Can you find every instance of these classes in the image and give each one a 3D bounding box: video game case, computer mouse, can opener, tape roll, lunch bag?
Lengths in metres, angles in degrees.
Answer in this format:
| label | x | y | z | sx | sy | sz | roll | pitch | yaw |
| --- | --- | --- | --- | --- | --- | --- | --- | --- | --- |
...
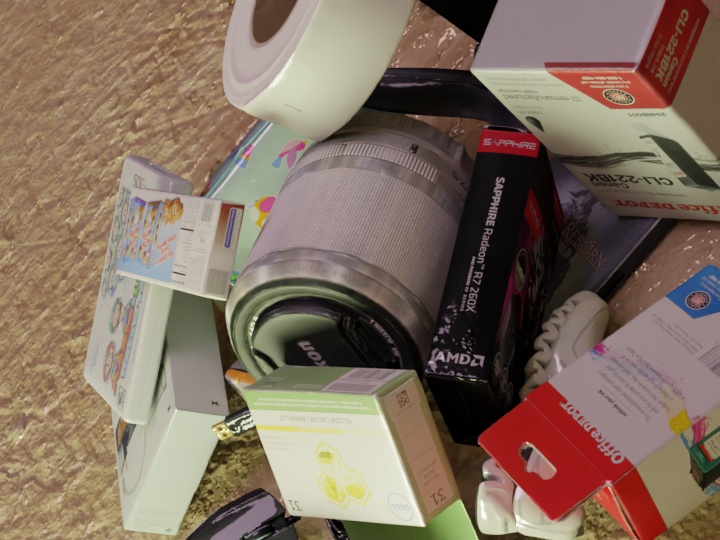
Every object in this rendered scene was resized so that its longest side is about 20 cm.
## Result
| label | x | y | z | sx | sy | sz | roll | pitch | yaw |
| --- | --- | --- | --- | --- | --- | --- | --- | --- | --- |
| video game case | 0.134 | 0.003 | 1.731 | 0.200 | 0.019 | 0.143 | -51 | 36 | 9 |
| computer mouse | -0.099 | 0.187 | 1.777 | 0.200 | 0.046 | 0.140 | -32 | 77 | 29 |
| can opener | 0.080 | -0.134 | 1.715 | 0.200 | 0.063 | 0.079 | 5 | 100 | 41 |
| video game case | -0.187 | 0.012 | 1.911 | 0.182 | 0.024 | 0.200 | -153 | 73 | -70 |
| tape roll | -0.029 | -0.202 | 1.715 | 0.202 | 0.071 | 0.202 | -48 | 30 | 40 |
| lunch bag | -0.034 | -0.054 | 1.854 | 0.200 | 0.160 | 0.077 | -51 | 7 | 10 |

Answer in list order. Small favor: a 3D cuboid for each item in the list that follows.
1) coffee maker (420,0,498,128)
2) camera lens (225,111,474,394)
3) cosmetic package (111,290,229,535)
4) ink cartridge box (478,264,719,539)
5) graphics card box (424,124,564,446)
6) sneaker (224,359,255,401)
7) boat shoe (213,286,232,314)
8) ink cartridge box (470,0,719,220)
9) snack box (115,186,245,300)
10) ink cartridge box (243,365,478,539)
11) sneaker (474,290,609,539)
| label | x | y | z | sx | sy | sz | roll | pitch | yaw |
| --- | --- | --- | --- | --- | --- | --- | --- | --- | --- |
| coffee maker | 0.119 | -0.203 | 1.750 | 0.192 | 0.200 | 0.135 | -55 | 35 | 1 |
| camera lens | 0.000 | 0.000 | 1.700 | 0.160 | 0.160 | 0.200 | -22 | 31 | 37 |
| cosmetic package | -0.164 | 0.096 | 1.921 | 0.200 | 0.052 | 0.151 | -103 | 31 | -45 |
| ink cartridge box | 0.191 | 0.097 | 1.498 | 0.200 | 0.067 | 0.116 | -35 | 36 | -6 |
| graphics card box | 0.098 | 0.014 | 1.640 | 0.051 | 0.125 | 0.200 | 8 | 64 | 17 |
| sneaker | -0.026 | 0.089 | 1.809 | 0.200 | 0.078 | 0.077 | 6 | 58 | 44 |
| boat shoe | -0.047 | -0.044 | 1.929 | 0.202 | 0.072 | 0.060 | -45 | 12 | 10 |
| ink cartridge box | 0.195 | -0.117 | 1.585 | 0.144 | 0.200 | 0.084 | 5 | 64 | 43 |
| snack box | -0.139 | -0.023 | 1.743 | 0.200 | 0.024 | 0.072 | 11 | 91 | 65 |
| ink cartridge box | 0.010 | 0.163 | 1.606 | 0.048 | 0.200 | 0.146 | -32 | 20 | -37 |
| sneaker | 0.146 | 0.105 | 1.607 | 0.081 | 0.075 | 0.200 | 13 | 58 | 18 |
